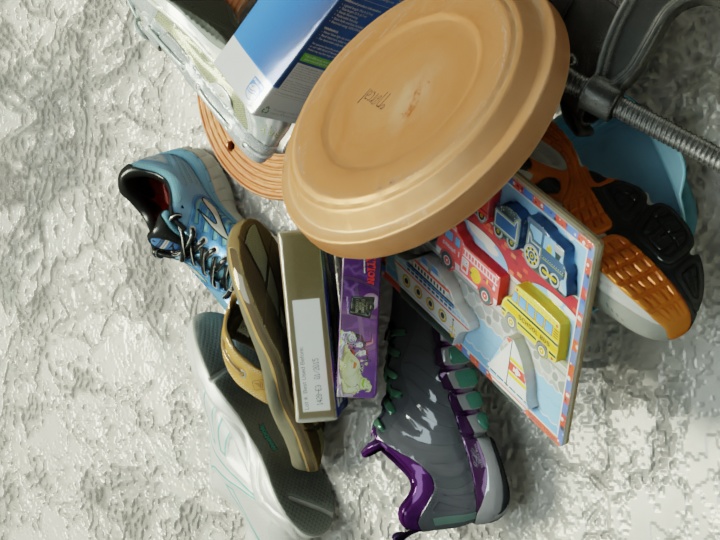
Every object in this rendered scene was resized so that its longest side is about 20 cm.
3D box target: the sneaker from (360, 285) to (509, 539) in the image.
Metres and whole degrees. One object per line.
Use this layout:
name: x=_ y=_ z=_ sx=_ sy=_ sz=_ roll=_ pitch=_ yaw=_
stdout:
sneaker: x=0.034 y=0.080 z=1.105 sx=0.074 sy=0.087 sz=0.201 roll=102 pitch=153 yaw=-76

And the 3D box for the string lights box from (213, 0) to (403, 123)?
string lights box: x=0.002 y=-0.190 z=1.107 sx=0.200 sy=0.103 sz=0.059 roll=-51 pitch=59 yaw=23

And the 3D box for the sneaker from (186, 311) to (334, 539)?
sneaker: x=-0.095 y=0.127 z=1.259 sx=0.080 sy=0.070 sz=0.201 roll=-41 pitch=65 yaw=40

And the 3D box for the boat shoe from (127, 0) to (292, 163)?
boat shoe: x=-0.120 y=-0.164 z=1.241 sx=0.202 sy=0.074 sz=0.065 roll=43 pitch=116 yaw=26

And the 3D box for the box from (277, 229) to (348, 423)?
box: x=-0.031 y=0.039 z=1.125 sx=0.032 sy=0.200 sz=0.122 roll=-6 pitch=87 yaw=2

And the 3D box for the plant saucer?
plant saucer: x=0.031 y=-0.098 z=0.968 sx=0.200 sy=0.032 sz=0.201 roll=-27 pitch=40 yaw=25

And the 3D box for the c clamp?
c clamp: x=0.199 y=-0.090 z=0.919 sx=0.199 sy=0.027 sz=0.171 roll=24 pitch=88 yaw=15

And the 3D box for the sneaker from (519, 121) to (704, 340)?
sneaker: x=0.129 y=-0.013 z=0.988 sx=0.200 sy=0.075 sz=0.092 roll=49 pitch=145 yaw=38

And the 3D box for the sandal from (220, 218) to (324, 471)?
sandal: x=-0.071 y=0.061 z=1.185 sx=0.054 sy=0.080 sz=0.201 roll=-7 pitch=118 yaw=14

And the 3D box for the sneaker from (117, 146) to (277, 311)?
sneaker: x=-0.123 y=-0.014 z=1.263 sx=0.200 sy=0.090 sz=0.079 roll=48 pitch=123 yaw=28

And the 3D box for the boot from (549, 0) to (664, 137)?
boot: x=0.132 y=-0.205 z=0.995 sx=0.174 sy=0.069 sz=0.201 roll=47 pitch=131 yaw=35

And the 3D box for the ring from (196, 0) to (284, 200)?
ring: x=-0.055 y=-0.153 z=1.240 sx=0.200 sy=0.019 sz=0.202 roll=2 pitch=93 yaw=43

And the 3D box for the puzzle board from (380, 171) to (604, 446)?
puzzle board: x=0.070 y=-0.005 z=1.002 sx=0.200 sy=0.017 sz=0.151 roll=45 pitch=142 yaw=42

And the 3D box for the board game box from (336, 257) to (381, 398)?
board game box: x=0.000 y=0.000 z=1.088 sx=0.032 sy=0.200 sz=0.121 roll=6 pitch=103 yaw=-1

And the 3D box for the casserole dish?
casserole dish: x=0.137 y=-0.030 z=1.048 sx=0.200 sy=0.039 sz=0.122 roll=-36 pitch=68 yaw=40
